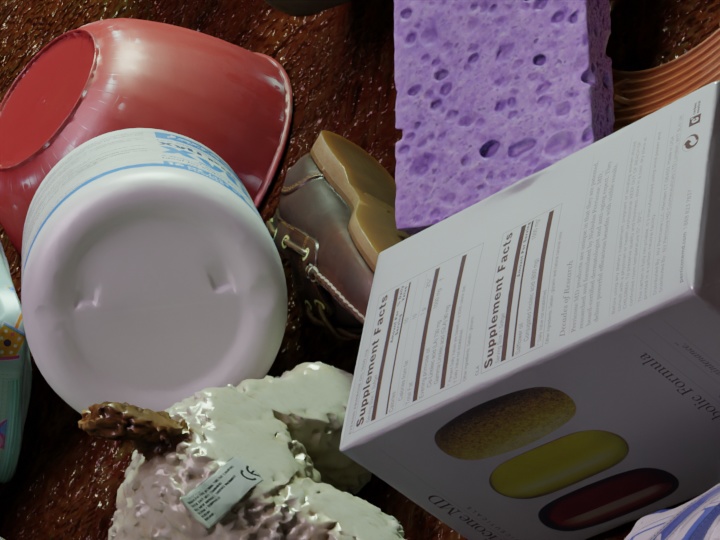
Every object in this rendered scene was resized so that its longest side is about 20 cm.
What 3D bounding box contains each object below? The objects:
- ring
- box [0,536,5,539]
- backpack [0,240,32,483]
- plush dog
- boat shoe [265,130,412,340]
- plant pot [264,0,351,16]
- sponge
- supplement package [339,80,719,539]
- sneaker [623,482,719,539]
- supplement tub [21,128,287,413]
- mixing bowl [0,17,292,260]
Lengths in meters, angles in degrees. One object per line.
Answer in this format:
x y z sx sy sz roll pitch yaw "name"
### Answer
0.158 -0.154 1.386 0.200 0.019 0.201 -35 35 29 "ring"
-0.246 0.213 1.456 0.176 0.097 0.200 -56 13 -2 "box"
-0.270 0.063 1.622 0.176 0.153 0.201 -121 43 -57 "backpack"
-0.074 0.145 1.307 0.200 0.160 0.172 -111 38 -55 "plush dog"
0.000 0.000 1.407 0.070 0.070 0.200 -53 23 11 "boat shoe"
0.015 -0.255 1.553 0.174 0.200 0.201 -13 47 24 "plant pot"
0.068 -0.119 1.366 0.111 0.030 0.201 -8 75 34 "sponge"
0.104 0.028 1.181 0.200 0.114 0.110 -27 38 40 "supplement package"
0.114 0.145 1.107 0.200 0.075 0.088 -35 23 19 "sneaker"
-0.108 0.001 1.441 0.132 0.132 0.200 -52 12 4 "supplement tub"
-0.146 -0.070 1.643 0.200 0.108 0.201 -35 35 30 "mixing bowl"
